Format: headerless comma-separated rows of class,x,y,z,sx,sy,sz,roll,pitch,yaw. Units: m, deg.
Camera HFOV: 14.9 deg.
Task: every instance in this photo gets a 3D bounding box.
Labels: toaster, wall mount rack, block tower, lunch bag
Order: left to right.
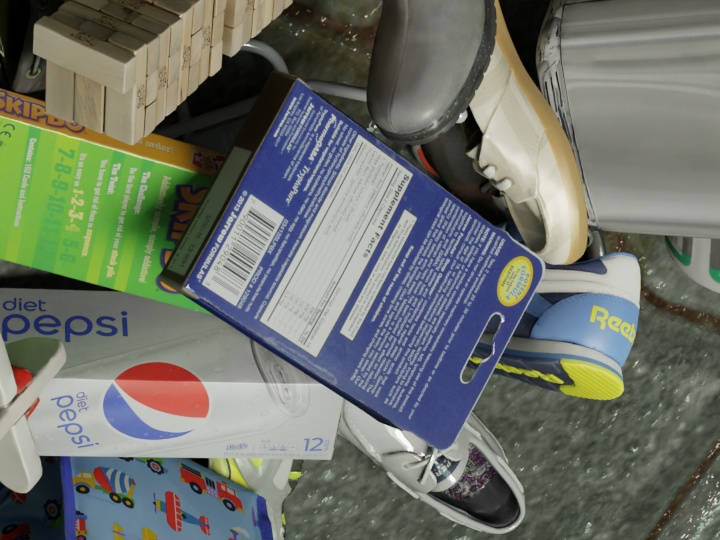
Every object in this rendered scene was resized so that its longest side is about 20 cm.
lunch bag,-0.112,0.177,1.485,0.150,0.200,0.094,29,106,-27
block tower,-0.082,-0.133,1.342,0.200,0.054,0.058,-45,150,-46
wall mount rack,-0.022,-0.040,1.495,0.173,0.075,0.201,-18,136,-1
toaster,0.175,-0.095,1.511,0.114,0.128,0.201,-66,149,-44

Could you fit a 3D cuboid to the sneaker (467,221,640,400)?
sneaker,0.077,0.014,1.563,0.074,0.199,0.083,32,76,-52

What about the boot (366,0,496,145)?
boot,0.017,-0.176,1.387,0.132,0.069,0.201,38,57,-49

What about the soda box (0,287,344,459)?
soda box,-0.110,0.056,1.479,0.198,0.069,0.064,2,136,-9

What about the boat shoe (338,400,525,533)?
boat shoe,0.040,0.108,1.691,0.072,0.069,0.200,-40,139,0

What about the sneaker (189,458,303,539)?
sneaker,-0.085,0.142,1.639,0.076,0.076,0.201,-1,120,-18

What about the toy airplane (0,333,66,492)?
toy airplane,-0.241,0.047,1.380,0.198,0.141,0.200,32,121,-15

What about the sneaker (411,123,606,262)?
sneaker,0.100,-0.045,1.594,0.077,0.082,0.200,-42,139,2

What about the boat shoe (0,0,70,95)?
boat shoe,-0.161,-0.159,1.311,0.065,0.073,0.201,-31,138,-18

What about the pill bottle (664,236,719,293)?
pill bottle,0.240,-0.091,1.636,0.113,0.113,0.201,-21,136,-20

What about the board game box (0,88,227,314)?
board game box,-0.138,-0.035,1.409,0.199,0.030,0.096,18,132,-22

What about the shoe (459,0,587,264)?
shoe,0.065,-0.092,1.487,0.053,0.070,0.201,-23,95,-15

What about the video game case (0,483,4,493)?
video game case,-0.234,0.163,1.575,0.199,0.017,0.143,-36,138,-5

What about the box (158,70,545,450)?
box,0.000,0.000,1.424,0.200,0.032,0.122,35,80,-34
